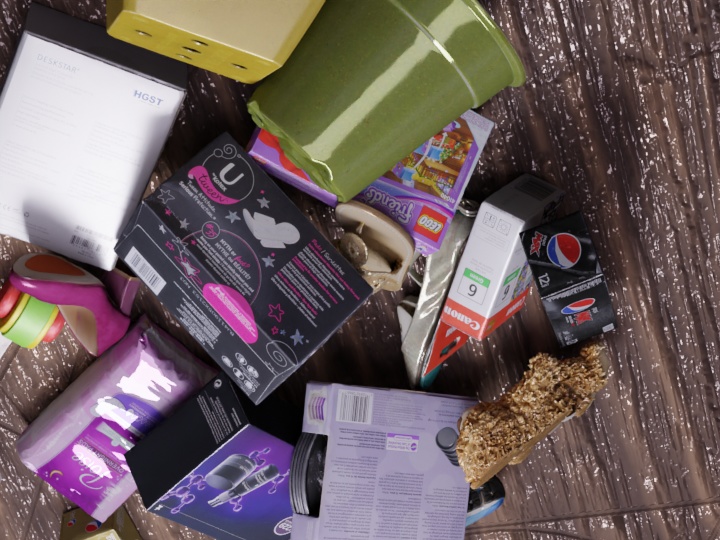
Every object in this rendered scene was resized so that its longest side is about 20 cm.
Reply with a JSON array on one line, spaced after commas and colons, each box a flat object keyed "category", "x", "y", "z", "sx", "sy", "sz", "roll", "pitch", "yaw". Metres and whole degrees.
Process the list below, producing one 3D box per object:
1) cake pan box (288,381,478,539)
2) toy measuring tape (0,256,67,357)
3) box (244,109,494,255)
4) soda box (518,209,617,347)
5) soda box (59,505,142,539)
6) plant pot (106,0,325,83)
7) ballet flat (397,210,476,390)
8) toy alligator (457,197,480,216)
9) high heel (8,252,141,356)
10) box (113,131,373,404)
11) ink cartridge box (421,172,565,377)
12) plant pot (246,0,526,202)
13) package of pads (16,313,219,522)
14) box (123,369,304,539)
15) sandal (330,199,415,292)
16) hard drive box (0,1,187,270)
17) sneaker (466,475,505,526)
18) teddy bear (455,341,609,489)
[{"category": "cake pan box", "x": 0.022, "y": 0.209, "z": 1.748, "sx": 0.199, "sy": 0.052, "sz": 0.185, "roll": 8, "pitch": 84, "yaw": -37}, {"category": "toy measuring tape", "x": -0.343, "y": 0.067, "z": 1.729, "sx": 0.073, "sy": 0.074, "sz": 0.200, "roll": 31, "pitch": 112, "yaw": -19}, {"category": "box", "x": 0.008, "y": -0.120, "z": 1.623, "sx": 0.199, "sy": 0.039, "sz": 0.137, "roll": 28, "pitch": 76, "yaw": -12}, {"category": "soda box", "x": 0.200, "y": 0.011, "z": 1.678, "sx": 0.063, "sy": 0.071, "sz": 0.200, "roll": -19, "pitch": 162, "yaw": 6}, {"category": "soda box", "x": -0.251, "y": 0.341, "z": 1.889, "sx": 0.067, "sy": 0.064, "sz": 0.201, "roll": -20, "pitch": 118, "yaw": 7}, {"category": "plant pot", "x": -0.115, "y": -0.264, "z": 1.456, "sx": 0.199, "sy": 0.200, "sz": 0.177, "roll": 19, "pitch": 84, "yaw": -14}, {"category": "ballet flat", "x": 0.071, "y": 0.024, "z": 1.752, "sx": 0.062, "sy": 0.067, "sz": 0.201, "roll": 27, "pitch": 118, "yaw": 18}, {"category": "toy alligator", "x": 0.027, "y": -0.099, "z": 1.673, "sx": 0.199, "sy": 0.059, "sz": 0.054, "roll": 13, "pitch": 117, "yaw": -11}, {"category": "high heel", "x": -0.275, "y": 0.040, "z": 1.657, "sx": 0.067, "sy": 0.200, "sz": 0.096, "roll": 30, "pitch": 100, "yaw": 27}, {"category": "box", "x": -0.108, "y": -0.001, "z": 1.605, "sx": 0.200, "sy": 0.115, "sz": 0.132, "roll": 47, "pitch": 152, "yaw": 1}, {"category": "ink cartridge box", "x": 0.129, "y": 0.013, "z": 1.711, "sx": 0.050, "sy": 0.109, "sz": 0.201, "roll": 27, "pitch": 118, "yaw": 18}, {"category": "plant pot", "x": 0.007, "y": -0.167, "z": 1.525, "sx": 0.190, "sy": 0.200, "sz": 0.200, "roll": -45, "pitch": 114, "yaw": -4}, {"category": "package of pads", "x": -0.240, "y": 0.148, "z": 1.778, "sx": 0.120, "sy": 0.076, "sz": 0.200, "roll": 40, "pitch": 109, "yaw": -21}, {"category": "box", "x": -0.116, "y": 0.198, "z": 1.766, "sx": 0.141, "sy": 0.079, "sz": 0.200, "roll": -39, "pitch": 142, "yaw": 15}, {"category": "sandal", "x": 0.005, "y": 0.002, "z": 1.648, "sx": 0.077, "sy": 0.212, "sz": 0.070, "roll": 22, "pitch": 78, "yaw": 11}, {"category": "hard drive box", "x": -0.265, "y": -0.122, "z": 1.628, "sx": 0.155, "sy": 0.077, "sz": 0.201, "roll": 20, "pitch": 116, "yaw": -15}, {"category": "sneaker", "x": 0.063, "y": 0.267, "z": 1.882, "sx": 0.199, "sy": 0.079, "sz": 0.090, "roll": -23, "pitch": 138, "yaw": 10}, {"category": "teddy bear", "x": 0.170, "y": 0.136, "z": 1.771, "sx": 0.200, "sy": 0.067, "sz": 0.145, "roll": -36, "pitch": 161, "yaw": -11}]
